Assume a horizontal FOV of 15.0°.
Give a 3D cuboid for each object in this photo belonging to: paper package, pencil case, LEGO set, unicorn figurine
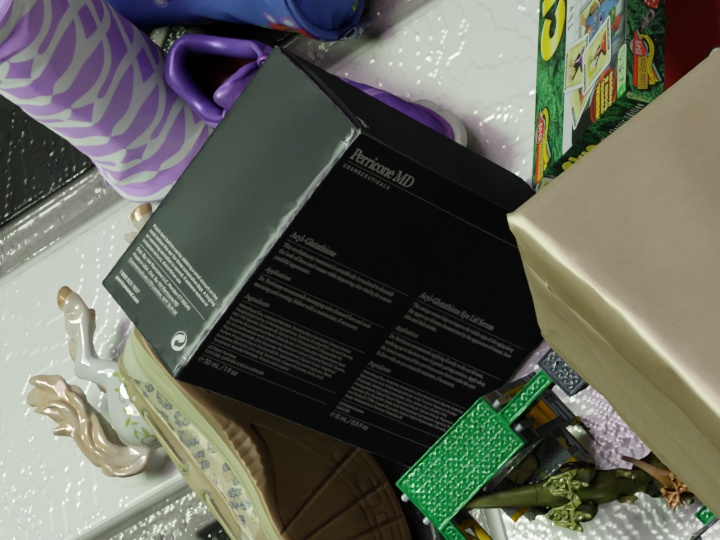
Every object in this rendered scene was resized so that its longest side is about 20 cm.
[{"bbox_3d":[0.191,0.000,1.098,0.200,0.104,0.191,-38,61,-12],"label":"paper package"},{"bbox_3d":[-0.081,-0.165,1.488,0.199,0.087,0.079,5,96,41],"label":"pencil case"},{"bbox_3d":[0.119,0.083,1.240,0.154,0.116,0.200,38,105,11],"label":"LEGO set"},{"bbox_3d":[-0.160,-0.106,1.454,0.085,0.200,0.084,-30,51,20],"label":"pencil case"},{"bbox_3d":[-0.087,0.030,1.437,0.137,0.074,0.200,50,121,29],"label":"unicorn figurine"}]

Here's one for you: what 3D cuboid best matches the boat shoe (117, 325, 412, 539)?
[{"bbox_3d":[-0.046,0.101,1.352,0.200,0.073,0.063,53,142,14],"label":"boat shoe"}]

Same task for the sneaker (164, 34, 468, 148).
[{"bbox_3d":[-0.030,-0.072,1.411,0.199,0.083,0.081,23,89,41],"label":"sneaker"}]

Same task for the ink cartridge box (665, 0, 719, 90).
[{"bbox_3d":[0.206,-0.137,1.218,0.199,0.045,0.177,30,94,17],"label":"ink cartridge box"}]

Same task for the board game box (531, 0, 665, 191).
[{"bbox_3d":[0.106,-0.143,1.202,0.105,0.023,0.201,126,151,-62],"label":"board game box"}]

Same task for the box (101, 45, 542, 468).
[{"bbox_3d":[0.000,0.000,1.281,0.141,0.200,0.079,-50,50,12],"label":"box"}]
